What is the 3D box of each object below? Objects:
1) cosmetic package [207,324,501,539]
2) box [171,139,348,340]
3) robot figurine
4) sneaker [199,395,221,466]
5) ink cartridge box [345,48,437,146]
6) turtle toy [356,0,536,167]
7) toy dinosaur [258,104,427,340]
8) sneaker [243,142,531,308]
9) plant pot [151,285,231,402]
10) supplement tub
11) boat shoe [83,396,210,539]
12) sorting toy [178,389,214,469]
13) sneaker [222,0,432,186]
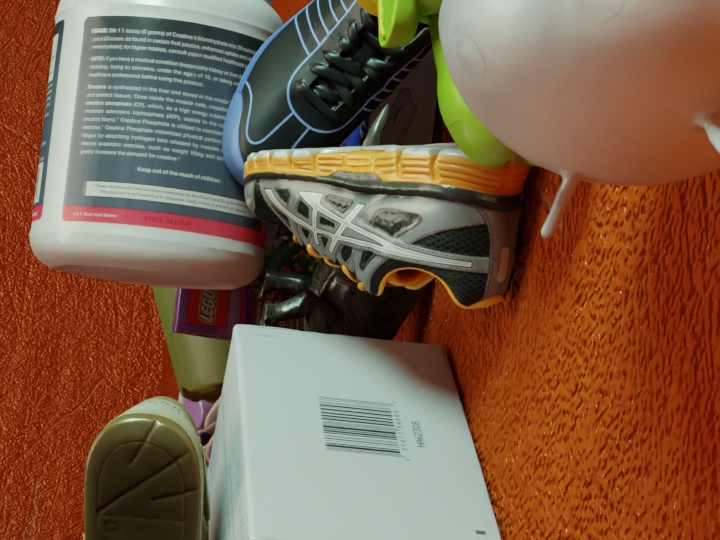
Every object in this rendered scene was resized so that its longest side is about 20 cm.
[{"bbox_3d":[-0.020,0.165,0.843,0.199,0.123,0.200,-103,21,-63],"label":"cosmetic package"},{"bbox_3d":[-0.044,-0.049,1.082,0.039,0.137,0.200,163,114,-79],"label":"box"},{"bbox_3d":[0.081,-0.111,0.490,0.170,0.113,0.200,-35,46,57],"label":"robot figurine"},{"bbox_3d":[-0.063,0.149,1.116,0.073,0.114,0.201,-113,30,-68],"label":"sneaker"},{"bbox_3d":[0.021,-0.117,1.029,0.094,0.044,0.200,159,117,-81],"label":"ink cartridge box"},{"bbox_3d":[0.056,-0.143,0.687,0.146,0.101,0.200,177,99,-80],"label":"turtle toy"},{"bbox_3d":[0.000,0.000,0.954,0.077,0.102,0.200,-118,43,-74],"label":"toy dinosaur"},{"bbox_3d":[0.005,-0.025,0.829,0.200,0.078,0.077,7,102,54],"label":"sneaker"},{"bbox_3d":[-0.077,-0.007,1.182,0.200,0.200,0.190,136,127,-74],"label":"plant pot"},{"bbox_3d":[-0.118,-0.094,0.985,0.140,0.140,0.200,159,118,-79],"label":"supplement tub"},{"bbox_3d":[-0.104,0.156,0.798,0.066,0.074,0.200,-72,-6,-74],"label":"boat shoe"},{"bbox_3d":[-0.074,0.128,1.319,0.180,0.107,0.200,35,119,57],"label":"sorting toy"},{"bbox_3d":[-0.002,-0.128,0.913,0.200,0.070,0.078,-54,17,-7],"label":"sneaker"}]
